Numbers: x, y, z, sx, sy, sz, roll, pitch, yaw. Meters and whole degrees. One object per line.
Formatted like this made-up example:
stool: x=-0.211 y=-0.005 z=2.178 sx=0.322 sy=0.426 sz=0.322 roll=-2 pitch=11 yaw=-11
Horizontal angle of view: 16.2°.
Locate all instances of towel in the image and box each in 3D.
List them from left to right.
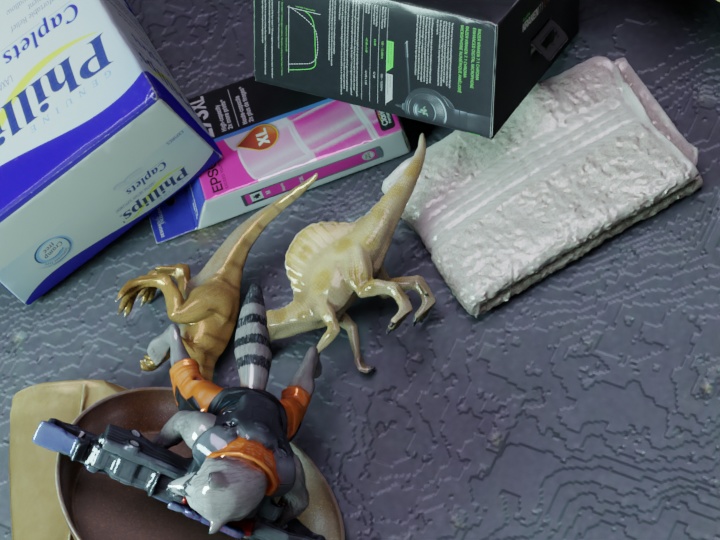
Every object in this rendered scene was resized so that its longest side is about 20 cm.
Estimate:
towel: x=0.129 y=-0.064 z=1.767 sx=0.199 sy=0.035 sz=0.133 roll=-31 pitch=57 yaw=-5

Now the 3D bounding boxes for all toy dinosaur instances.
toy dinosaur: x=-0.107 y=0.018 z=1.764 sx=0.106 sy=0.060 sz=0.201 roll=17 pitch=76 yaw=16
toy dinosaur: x=0.000 y=0.000 z=1.730 sx=0.101 sy=0.058 sz=0.200 roll=43 pitch=90 yaw=14

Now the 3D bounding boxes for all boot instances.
boot: x=-0.159 y=0.165 z=1.685 sx=0.174 sy=0.066 sz=0.201 roll=-2 pitch=55 yaw=5

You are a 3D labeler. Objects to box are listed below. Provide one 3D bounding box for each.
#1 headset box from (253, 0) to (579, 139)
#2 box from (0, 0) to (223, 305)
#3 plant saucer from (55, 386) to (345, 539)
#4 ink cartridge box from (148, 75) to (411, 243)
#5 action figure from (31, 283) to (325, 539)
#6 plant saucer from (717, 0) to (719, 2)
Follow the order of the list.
headset box: x=0.049 y=-0.189 z=1.786 sx=0.199 sy=0.093 sz=0.174 roll=14 pitch=36 yaw=19
box: x=-0.232 y=-0.115 z=1.826 sx=0.183 sy=0.105 sz=0.200 roll=-37 pitch=56 yaw=4
plant saucer: x=-0.108 y=0.160 z=1.640 sx=0.199 sy=0.035 sz=0.201 roll=18 pitch=39 yaw=-15
ink cartridge box: x=-0.070 y=-0.096 z=1.837 sx=0.199 sy=0.037 sz=0.095 roll=-21 pitch=57 yaw=3
action figure: x=-0.101 y=0.093 z=1.614 sx=0.199 sy=0.105 sz=0.194 roll=20 pitch=28 yaw=-16
plant saucer: x=0.269 y=-0.268 z=1.797 sx=0.199 sy=0.049 sz=0.200 roll=30 pitch=44 yaw=26
